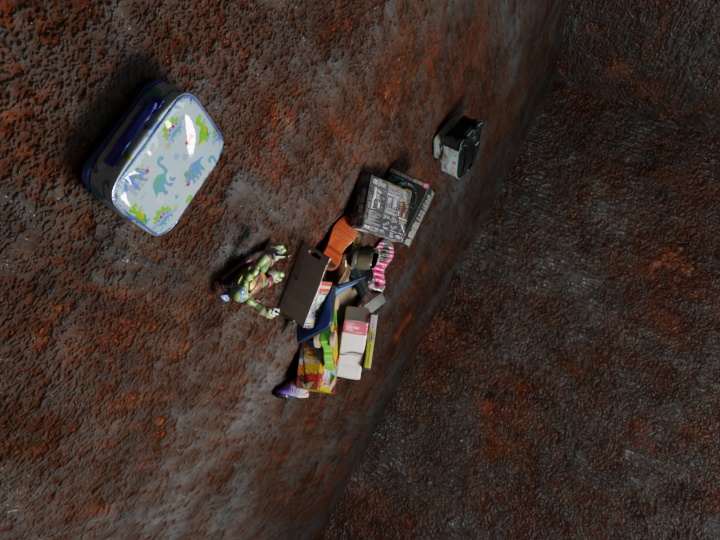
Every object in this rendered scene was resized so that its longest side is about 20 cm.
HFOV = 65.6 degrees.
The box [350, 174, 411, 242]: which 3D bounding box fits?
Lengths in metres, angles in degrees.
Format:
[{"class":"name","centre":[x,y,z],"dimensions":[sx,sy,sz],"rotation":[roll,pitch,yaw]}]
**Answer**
[{"class":"box","centre":[0.065,-0.180,1.657],"dimensions":[0.199,0.050,0.159],"rotation":[12,86,-48]}]

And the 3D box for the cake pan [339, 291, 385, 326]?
[{"class":"cake pan","centre":[0.013,0.150,1.998],"dimensions":[0.200,0.037,0.200],"rotation":[-37,176,-3]}]

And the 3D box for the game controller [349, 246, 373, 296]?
[{"class":"game controller","centre":[0.000,0.000,1.834],"dimensions":[0.200,0.042,0.105],"rotation":[68,33,-55]}]

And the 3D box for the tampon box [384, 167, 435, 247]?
[{"class":"tampon box","centre":[0.128,-0.201,1.810],"dimensions":[0.201,0.149,0.126],"rotation":[-64,162,2]}]

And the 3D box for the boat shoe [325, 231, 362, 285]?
[{"class":"boat shoe","centre":[-0.058,-0.038,1.672],"dimensions":[0.068,0.071,0.201],"rotation":[68,41,-64]}]

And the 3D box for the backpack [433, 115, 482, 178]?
[{"class":"backpack","centre":[0.361,-0.456,2.090],"dimensions":[0.176,0.153,0.201],"rotation":[-51,148,-26]}]

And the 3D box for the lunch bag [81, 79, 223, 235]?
[{"class":"lunch bag","centre":[-0.301,-0.167,0.828],"dimensions":[0.201,0.082,0.161],"rotation":[-60,162,-11]}]

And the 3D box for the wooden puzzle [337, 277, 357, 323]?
[{"class":"wooden puzzle","centre":[-0.042,0.061,1.892],"dimensions":[0.201,0.037,0.185],"rotation":[-61,161,-21]}]

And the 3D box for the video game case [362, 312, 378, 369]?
[{"class":"video game case","centre":[0.029,0.240,1.874],"dimensions":[0.200,0.025,0.182],"rotation":[103,-5,-80]}]

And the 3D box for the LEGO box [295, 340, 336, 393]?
[{"class":"LEGO box","centre":[-0.137,0.320,1.831],"dimensions":[0.200,0.076,0.150],"rotation":[50,44,-70]}]

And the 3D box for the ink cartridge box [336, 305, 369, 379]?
[{"class":"ink cartridge box","centre":[-0.024,0.237,1.846],"dimensions":[0.146,0.084,0.202],"rotation":[-82,179,-75]}]

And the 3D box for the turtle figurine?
[{"class":"turtle figurine","centre":[-0.191,0.023,1.231],"dimensions":[0.194,0.199,0.145],"rotation":[-71,138,-64]}]

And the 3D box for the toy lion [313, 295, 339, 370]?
[{"class":"toy lion","centre":[-0.093,0.200,1.739],"dimensions":[0.192,0.068,0.202],"rotation":[76,14,-59]}]

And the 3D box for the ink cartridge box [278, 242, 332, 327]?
[{"class":"ink cartridge box","centre":[-0.136,0.039,1.480],"dimensions":[0.050,0.109,0.201],"rotation":[7,109,-53]}]

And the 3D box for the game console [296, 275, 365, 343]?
[{"class":"game console","centre":[-0.083,0.109,1.564],"dimensions":[0.200,0.118,0.172],"rotation":[-32,-131,52]}]

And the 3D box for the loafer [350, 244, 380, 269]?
[{"class":"loafer","centre":[0.027,-0.031,1.707],"dimensions":[0.200,0.069,0.076],"rotation":[-29,135,-70]}]

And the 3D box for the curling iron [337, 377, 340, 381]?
[{"class":"curling iron","centre":[-0.101,0.433,2.226],"dimensions":[0.200,0.025,0.050],"rotation":[-32,147,-58]}]

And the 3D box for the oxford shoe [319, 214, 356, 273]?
[{"class":"oxford shoe","centre":[-0.073,-0.077,1.607],"dimensions":[0.073,0.071,0.201],"rotation":[-33,-156,57]}]

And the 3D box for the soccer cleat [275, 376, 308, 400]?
[{"class":"soccer cleat","centre":[-0.218,0.379,1.808],"dimensions":[0.200,0.068,0.074],"rotation":[27,71,-70]}]

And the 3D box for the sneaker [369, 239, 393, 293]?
[{"class":"sneaker","centre":[0.059,-0.017,2.018],"dimensions":[0.095,0.078,0.202],"rotation":[-176,-77,-72]}]
